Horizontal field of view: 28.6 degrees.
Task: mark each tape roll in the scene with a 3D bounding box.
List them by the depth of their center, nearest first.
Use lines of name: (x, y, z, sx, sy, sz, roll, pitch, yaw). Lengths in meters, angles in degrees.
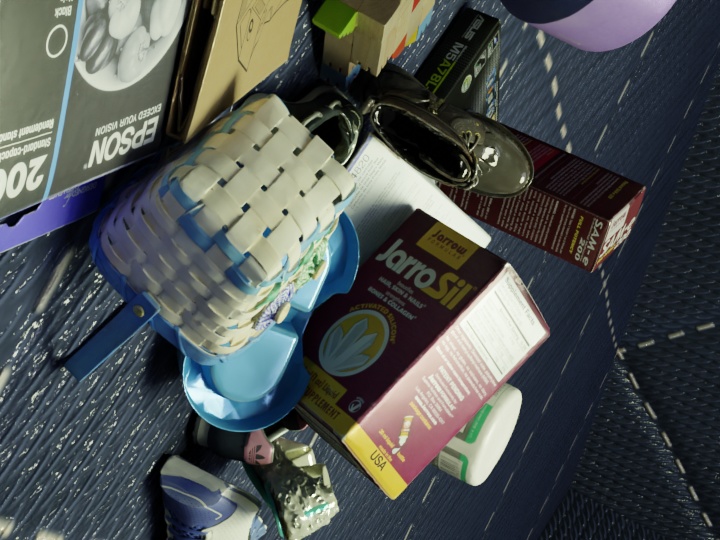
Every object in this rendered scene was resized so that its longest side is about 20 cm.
tape roll: (0.224, -0.319, 1.355, 0.084, 0.200, 0.202, 15, 101, -38)

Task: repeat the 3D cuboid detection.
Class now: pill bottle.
pill bottle: (0.061, 0.136, 1.505, 0.113, 0.199, 0.114, -53, 159, -31)

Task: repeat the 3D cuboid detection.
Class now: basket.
basket: (-0.109, -0.012, 0.961, 0.200, 0.139, 0.177, -32, -167, 47)

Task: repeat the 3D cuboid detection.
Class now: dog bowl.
dog bowl: (-0.079, 0.027, 1.133, 0.111, 0.050, 0.201, 22, 94, -29)

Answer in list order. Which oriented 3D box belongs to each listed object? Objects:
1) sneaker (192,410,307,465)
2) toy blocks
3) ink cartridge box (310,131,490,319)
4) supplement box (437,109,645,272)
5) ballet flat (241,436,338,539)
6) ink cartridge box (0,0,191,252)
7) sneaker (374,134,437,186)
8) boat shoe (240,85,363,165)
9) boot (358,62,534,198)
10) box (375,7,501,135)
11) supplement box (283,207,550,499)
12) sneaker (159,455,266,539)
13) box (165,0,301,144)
sneaker: (-0.068, 0.109, 1.293, 0.200, 0.081, 0.071, -48, 153, -43)
toy blocks: (0.029, -0.228, 1.143, 0.201, 0.099, 0.137, -57, 172, -21)
ink cartridge box: (0.000, 0.000, 1.244, 0.200, 0.041, 0.200, -54, 134, -2)
supplement box: (0.162, -0.080, 1.367, 0.109, 0.199, 0.061, -35, 145, -53)
ballet flat: (-0.063, 0.189, 1.272, 0.072, 0.071, 0.200, -66, -160, 6)
ink cartridge box: (-0.172, -0.092, 0.800, 0.198, 0.043, 0.202, -35, 146, -60)
sneaker: (-0.023, -0.041, 1.296, 0.200, 0.074, 0.088, -49, 120, -8)
boat shoe: (-0.036, -0.105, 1.139, 0.200, 0.060, 0.076, -25, 137, -63)
boot: (0.075, -0.100, 1.198, 0.070, 0.199, 0.174, -57, -165, 14)
box: (0.082, -0.136, 1.460, 0.194, 0.047, 0.201, -58, 160, -27)
supplement box: (0.039, 0.068, 1.193, 0.200, 0.131, 0.103, -46, 132, -11)
sneaker: (-0.144, 0.250, 1.268, 0.116, 0.080, 0.200, -61, 163, -20)
box: (-0.069, -0.189, 0.937, 0.200, 0.021, 0.165, -57, 166, -63)
